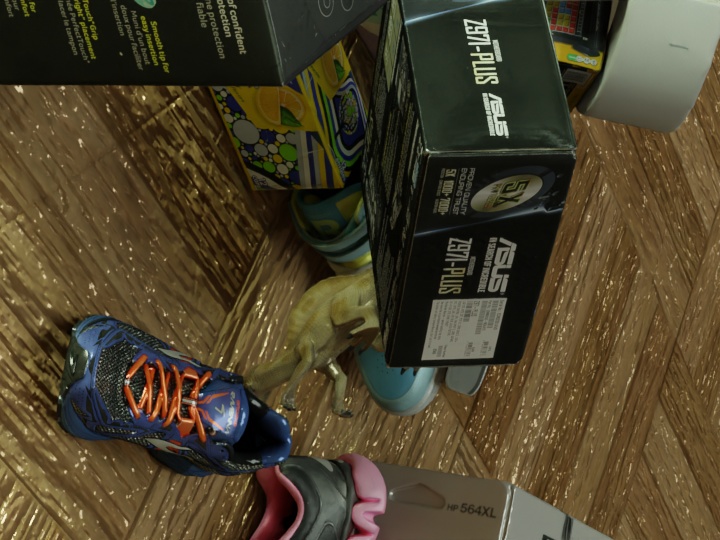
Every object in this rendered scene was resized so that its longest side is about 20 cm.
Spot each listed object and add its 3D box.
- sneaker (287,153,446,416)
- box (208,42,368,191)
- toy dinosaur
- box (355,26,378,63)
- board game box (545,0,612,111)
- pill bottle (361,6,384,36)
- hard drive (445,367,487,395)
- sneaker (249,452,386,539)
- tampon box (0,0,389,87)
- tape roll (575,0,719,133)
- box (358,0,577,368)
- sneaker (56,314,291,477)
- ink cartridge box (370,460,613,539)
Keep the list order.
[{"bbox_3d":[0.000,0.000,1.363,0.130,0.079,0.201,4,79,-62],"label":"sneaker"},{"bbox_3d":[-0.060,-0.145,1.248,0.064,0.070,0.200,-65,144,-42],"label":"box"},{"bbox_3d":[-0.004,0.029,1.275,0.200,0.101,0.058,-42,127,-3],"label":"toy dinosaur"},{"bbox_3d":[0.052,-0.169,1.356,0.200,0.100,0.075,56,10,-26],"label":"box"},{"bbox_3d":[0.148,-0.203,1.530,0.200,0.056,0.166,116,-17,-76],"label":"board game box"},{"bbox_3d":[0.003,-0.233,1.178,0.200,0.110,0.111,49,51,-49],"label":"pill bottle"},{"bbox_3d":[0.096,0.024,1.473,0.200,0.026,0.132,24,86,-86],"label":"hard drive"},{"bbox_3d":[-0.048,0.213,1.319,0.095,0.079,0.201,17,76,-37],"label":"sneaker"},{"bbox_3d":[-0.107,-0.185,1.030,0.126,0.199,0.150,-46,132,-49],"label":"tampon box"},{"bbox_3d":[0.216,-0.205,1.481,0.202,0.070,0.203,-168,-90,-85],"label":"tape roll"},{"bbox_3d":[0.057,-0.065,1.181,0.200,0.086,0.164,99,-13,-51],"label":"box"},{"bbox_3d":[-0.106,0.075,1.178,0.200,0.078,0.076,28,67,-58],"label":"sneaker"},{"bbox_3d":[0.078,0.204,1.446,0.200,0.146,0.085,33,66,-56],"label":"ink cartridge box"}]
